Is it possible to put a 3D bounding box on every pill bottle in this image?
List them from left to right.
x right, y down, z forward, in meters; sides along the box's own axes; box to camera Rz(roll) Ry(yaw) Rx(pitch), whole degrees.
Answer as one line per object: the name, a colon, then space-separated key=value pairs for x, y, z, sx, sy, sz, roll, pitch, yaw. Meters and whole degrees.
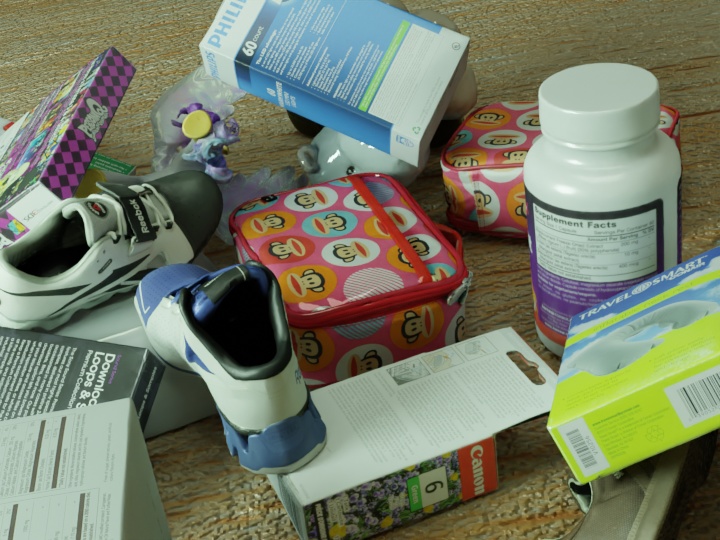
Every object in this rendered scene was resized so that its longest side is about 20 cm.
pill bottle: x=0.175 y=-0.041 z=0.946 sx=0.111 sy=0.201 sz=0.112 roll=-6 pitch=31 yaw=4

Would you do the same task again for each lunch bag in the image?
lunch bag: x=0.000 y=0.000 z=1.034 sx=0.176 sy=0.082 sz=0.200 roll=-14 pitch=33 yaw=-15
lunch bag: x=0.180 y=-0.100 z=1.155 sx=0.199 sy=0.082 sz=0.176 roll=4 pitch=33 yaw=21

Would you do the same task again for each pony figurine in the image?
pony figurine: x=-0.152 y=-0.084 z=1.136 sx=0.193 sy=0.167 sz=0.200 roll=-30 pitch=0 yaw=-5

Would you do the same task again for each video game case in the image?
video game case: x=-0.277 y=-0.078 z=1.080 sx=0.181 sy=0.036 sz=0.200 roll=-32 pitch=28 yaw=30

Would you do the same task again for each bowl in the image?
bowl: x=-0.189 y=0.047 z=1.022 sx=0.199 sy=0.075 sz=0.200 roll=-18 pitch=32 yaw=-11

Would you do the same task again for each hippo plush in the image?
hippo plush: x=-0.006 y=-0.143 z=1.172 sx=0.200 sy=0.159 sz=0.161 roll=-17 pitch=36 yaw=39

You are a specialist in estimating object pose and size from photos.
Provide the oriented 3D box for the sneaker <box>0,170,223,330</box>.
sneaker: x=-0.181 y=-0.026 z=0.965 sx=0.200 sy=0.089 sz=0.074 roll=-34 pitch=73 yaw=-27

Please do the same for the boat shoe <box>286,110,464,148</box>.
boat shoe: x=0.020 y=-0.167 z=1.318 sx=0.200 sy=0.073 sz=0.063 roll=5 pitch=38 yaw=35

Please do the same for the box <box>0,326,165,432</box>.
box: x=-0.244 y=0.112 z=0.903 sx=0.199 sy=0.036 sz=0.143 roll=6 pitch=67 yaw=24

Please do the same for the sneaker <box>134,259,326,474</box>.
sneaker: x=-0.088 y=0.031 z=0.870 sx=0.080 sy=0.115 sz=0.199 roll=-23 pitch=40 yaw=-20

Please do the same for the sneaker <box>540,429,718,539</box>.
sneaker: x=0.170 y=0.119 z=0.814 sx=0.075 sy=0.071 sz=0.200 roll=7 pitch=34 yaw=26

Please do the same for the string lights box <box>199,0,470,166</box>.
string lights box: x=-0.021 y=-0.177 z=1.086 sx=0.199 sy=0.059 sz=0.103 roll=25 pitch=75 yaw=8

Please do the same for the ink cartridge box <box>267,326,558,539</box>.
ink cartridge box: x=0.038 y=0.110 z=0.882 sx=0.199 sy=0.051 sz=0.109 roll=-17 pitch=33 yaw=-15

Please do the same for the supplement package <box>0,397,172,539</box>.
supplement package: x=-0.209 y=0.188 z=0.719 sx=0.199 sy=0.152 sz=0.151 roll=-10 pitch=32 yaw=-1

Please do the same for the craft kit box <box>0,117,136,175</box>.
craft kit box: x=-0.340 y=-0.066 z=1.212 sx=0.199 sy=0.049 sz=0.198 roll=19 pitch=40 yaw=7

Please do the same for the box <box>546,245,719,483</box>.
box: x=0.189 y=0.050 z=0.826 sx=0.122 sy=0.048 sz=0.200 roll=-27 pitch=11 yaw=21
